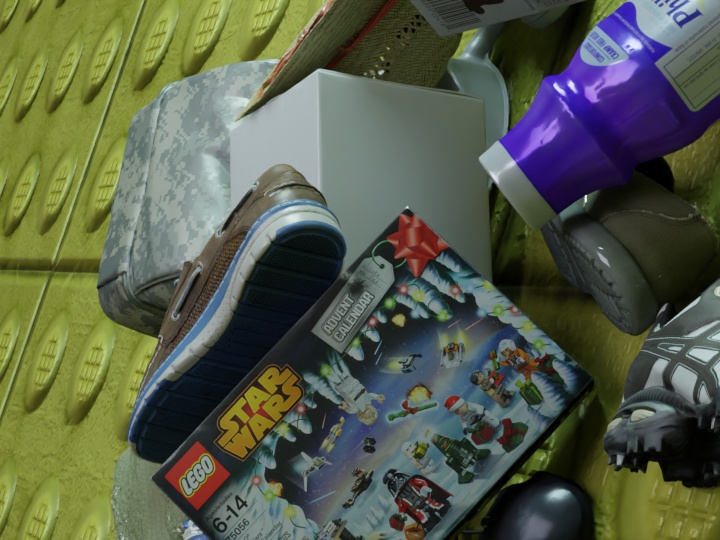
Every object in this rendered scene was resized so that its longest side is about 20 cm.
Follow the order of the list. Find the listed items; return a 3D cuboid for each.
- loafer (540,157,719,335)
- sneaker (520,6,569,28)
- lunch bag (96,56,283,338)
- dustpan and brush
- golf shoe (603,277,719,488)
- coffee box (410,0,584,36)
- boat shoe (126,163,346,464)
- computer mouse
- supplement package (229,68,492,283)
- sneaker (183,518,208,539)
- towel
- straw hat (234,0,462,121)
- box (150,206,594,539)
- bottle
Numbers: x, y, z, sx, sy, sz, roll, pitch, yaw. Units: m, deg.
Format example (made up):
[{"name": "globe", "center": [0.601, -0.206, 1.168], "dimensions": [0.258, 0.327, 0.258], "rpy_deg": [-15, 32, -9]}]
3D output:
[{"name": "loafer", "center": [0.134, -0.027, 0.973], "dimensions": [0.069, 0.075, 0.200], "rpy_deg": [-28, 25, 0]}, {"name": "sneaker", "center": [0.076, -0.246, 1.184], "dimensions": [0.080, 0.130, 0.201], "rpy_deg": [-47, 32, 37]}, {"name": "lunch bag", "center": [-0.096, -0.047, 1.380], "dimensions": [0.168, 0.139, 0.201], "rpy_deg": [-29, 46, 57]}, {"name": "dustpan and brush", "center": [0.061, -0.117, 1.222], "dimensions": [0.139, 0.057, 0.201], "rpy_deg": [12, 88, 55]}, {"name": "golf shoe", "center": [0.175, 0.036, 0.803], "dimensions": [0.200, 0.077, 0.095], "rpy_deg": [-20, 53, 59]}, {"name": "coffee box", "center": [0.119, -0.215, 1.026], "dimensions": [0.199, 0.080, 0.115], "rpy_deg": [-11, 57, 29]}, {"name": "boat shoe", "center": [-0.072, 0.027, 1.044], "dimensions": [0.200, 0.072, 0.073], "rpy_deg": [-52, 37, 29]}, {"name": "computer mouse", "center": [0.062, 0.138, 1.016], "dimensions": [0.200, 0.034, 0.059], "rpy_deg": [-16, 57, 62]}, {"name": "supplement package", "center": [0.000, 0.000, 1.105], "dimensions": [0.121, 0.119, 0.201], "rpy_deg": [-25, 63, 58]}, {"name": "sneaker", "center": [-0.080, 0.146, 1.174], "dimensions": [0.200, 0.088, 0.075], "rpy_deg": [-51, -17, -14]}, {"name": "towel", "center": [-0.152, 0.171, 1.448], "dimensions": [0.149, 0.036, 0.200], "rpy_deg": [-59, 25, 24]}, {"name": "straw hat", "center": [0.015, -0.145, 1.161], "dimensions": [0.201, 0.085, 0.201], "rpy_deg": [-50, 7, 8]}, {"name": "box", "center": [0.007, 0.085, 0.978], "dimensions": [0.200, 0.137, 0.040], "rpy_deg": [-47, -14, -4]}, {"name": "bottle", "center": [0.148, -0.100, 0.904], "dimensions": [0.200, 0.065, 0.084], "rpy_deg": [-39, 27, 7]}]
